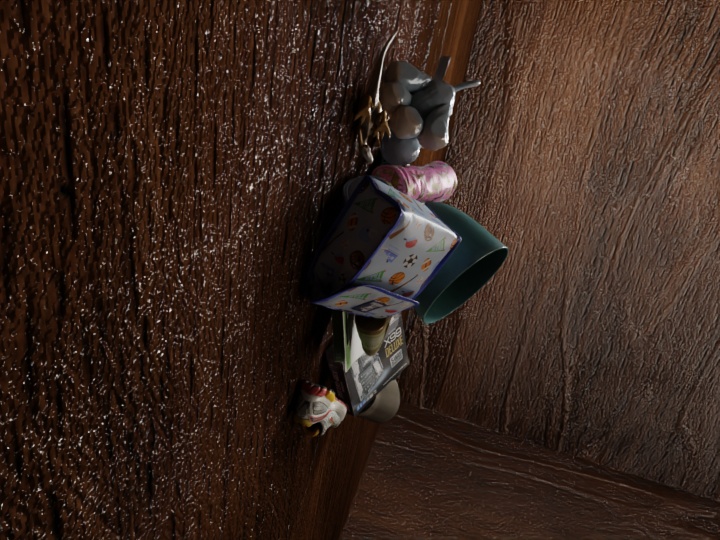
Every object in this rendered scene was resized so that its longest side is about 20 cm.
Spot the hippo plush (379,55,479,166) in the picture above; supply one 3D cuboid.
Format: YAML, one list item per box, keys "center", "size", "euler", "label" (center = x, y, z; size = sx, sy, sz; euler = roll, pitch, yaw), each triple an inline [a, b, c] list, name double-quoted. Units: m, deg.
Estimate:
- center: [0.086, -0.288, 1.014]
  size: [0.201, 0.159, 0.161]
  euler: [-62, -167, -26]
  label: "hippo plush"

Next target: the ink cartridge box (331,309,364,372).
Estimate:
- center: [-0.030, 0.093, 0.985]
  size: [0.200, 0.048, 0.147]
  euler: [-9, 96, -78]
  label: "ink cartridge box"

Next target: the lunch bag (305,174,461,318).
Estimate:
- center: [0.030, -0.014, 0.834]
  size: [0.170, 0.124, 0.200]
  euler: [19, 115, -48]
  label: "lunch bag"

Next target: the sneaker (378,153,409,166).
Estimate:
- center: [0.059, -0.214, 1.115]
  size: [0.200, 0.077, 0.092]
  euler: [-64, 150, -63]
  label: "sneaker"

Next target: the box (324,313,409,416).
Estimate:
- center: [0.020, 0.189, 1.186]
  size: [0.200, 0.050, 0.159]
  euler: [-35, 126, -38]
  label: "box"

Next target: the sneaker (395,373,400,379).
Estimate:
- center: [0.053, 0.185, 1.400]
  size: [0.076, 0.075, 0.201]
  euler: [88, -18, -71]
  label: "sneaker"

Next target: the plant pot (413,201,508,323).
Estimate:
- center: [0.143, -0.028, 1.012]
  size: [0.200, 0.161, 0.201]
  euler: [-33, 158, -16]
  label: "plant pot"

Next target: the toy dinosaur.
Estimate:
- center: [0.015, -0.256, 0.840]
  size: [0.107, 0.060, 0.201]
  euler: [-103, -157, -54]
  label: "toy dinosaur"

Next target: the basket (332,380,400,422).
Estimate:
- center: [0.011, 0.305, 1.389]
  size: [0.136, 0.181, 0.200]
  euler: [-33, 163, 6]
  label: "basket"

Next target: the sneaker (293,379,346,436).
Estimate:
- center: [-0.083, 0.266, 1.019]
  size: [0.200, 0.077, 0.083]
  euler: [65, 45, -62]
  label: "sneaker"

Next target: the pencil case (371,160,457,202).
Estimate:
- center: [0.097, -0.159, 1.007]
  size: [0.086, 0.083, 0.199]
  euler: [-32, 172, 37]
  label: "pencil case"

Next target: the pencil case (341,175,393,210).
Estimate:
- center: [0.009, -0.068, 0.945]
  size: [0.201, 0.090, 0.083]
  euler: [97, -24, -49]
  label: "pencil case"

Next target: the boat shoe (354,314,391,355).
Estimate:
- center: [0.025, 0.070, 0.994]
  size: [0.200, 0.073, 0.063]
  euler: [-68, 161, -57]
  label: "boat shoe"
